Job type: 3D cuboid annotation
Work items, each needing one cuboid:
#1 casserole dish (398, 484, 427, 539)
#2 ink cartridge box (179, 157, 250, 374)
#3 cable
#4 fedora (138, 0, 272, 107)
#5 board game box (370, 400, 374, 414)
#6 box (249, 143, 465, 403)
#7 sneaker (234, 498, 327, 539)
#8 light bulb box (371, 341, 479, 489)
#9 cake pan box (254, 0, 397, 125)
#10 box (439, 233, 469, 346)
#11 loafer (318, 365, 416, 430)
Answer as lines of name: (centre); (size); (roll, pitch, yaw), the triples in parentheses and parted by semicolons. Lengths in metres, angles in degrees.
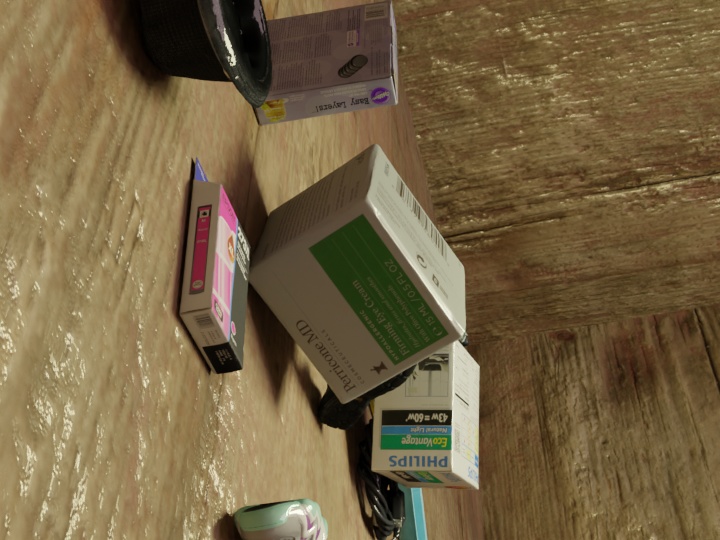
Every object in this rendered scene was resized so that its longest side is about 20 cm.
casserole dish: (0.089, 0.438, 1.953); (0.121, 0.039, 0.201); (60, 23, -66)
ink cartridge box: (-0.136, -0.009, 1.054); (0.095, 0.037, 0.201); (70, 11, -48)
cable: (0.026, 0.309, 1.705); (0.163, 0.051, 0.201); (62, 22, -48)
fedora: (-0.149, -0.235, 1.020); (0.201, 0.091, 0.201); (-10, 90, -81)
board game box: (0.051, 0.202, 1.919); (0.166, 0.056, 0.201); (-88, 165, -56)
box: (0.000, 0.000, 1.278); (0.199, 0.171, 0.200); (54, 18, -16)
sneaker: (-0.062, 0.295, 1.038); (0.200, 0.077, 0.140); (57, 24, -67)
light bulb box: (0.104, 0.220, 1.673); (0.198, 0.124, 0.201); (46, 44, -65)
cake pan box: (-0.044, -0.276, 1.439); (0.200, 0.183, 0.052); (-91, 172, -48)
box: (0.093, 0.038, 1.850); (0.197, 0.123, 0.201); (31, 46, -77)
loafer: (0.008, 0.129, 1.407); (0.201, 0.068, 0.071); (-47, -150, 40)
